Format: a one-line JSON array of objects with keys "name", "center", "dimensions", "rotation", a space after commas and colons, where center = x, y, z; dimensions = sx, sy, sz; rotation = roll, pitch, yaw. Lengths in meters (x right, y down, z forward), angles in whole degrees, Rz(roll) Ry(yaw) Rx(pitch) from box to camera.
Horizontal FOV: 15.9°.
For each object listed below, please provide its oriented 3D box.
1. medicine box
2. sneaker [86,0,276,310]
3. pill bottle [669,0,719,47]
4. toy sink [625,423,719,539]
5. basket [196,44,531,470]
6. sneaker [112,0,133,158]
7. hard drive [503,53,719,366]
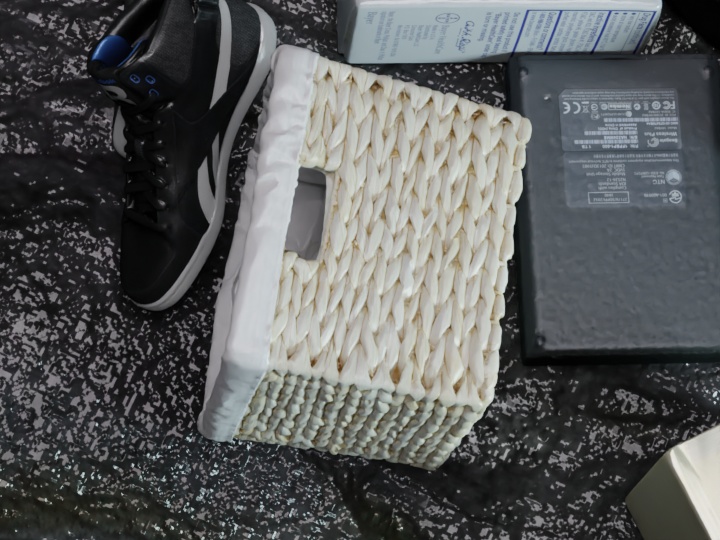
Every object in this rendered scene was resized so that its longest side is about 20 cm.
[{"name": "medicine box", "center": [0.086, -0.235, 1.663], "dimensions": [0.199, 0.103, 0.183], "rotation": [0, 74, -5]}, {"name": "sneaker", "center": [-0.132, -0.082, 1.576], "dimensions": [0.073, 0.112, 0.201], "rotation": [17, 88, 43]}, {"name": "pill bottle", "center": [0.292, -0.240, 1.678], "dimensions": [0.112, 0.112, 0.200], "rotation": [40, 74, 7]}, {"name": "toy sink", "center": [0.262, 0.186, 1.541], "dimensions": [0.112, 0.130, 0.201], "rotation": [-24, 76, -12]}, {"name": "basket", "center": [0.000, 0.000, 1.538], "dimensions": [0.160, 0.200, 0.199], "rotation": [11, 72, -4]}, {"name": "sneaker", "center": [-0.138, -0.174, 1.652], "dimensions": [0.099, 0.071, 0.201], "rotation": [20, 92, 31]}, {"name": "hard drive", "center": [0.167, -0.039, 1.649], "dimensions": [0.139, 0.033, 0.201], "rotation": [-1, 73, -5]}]
